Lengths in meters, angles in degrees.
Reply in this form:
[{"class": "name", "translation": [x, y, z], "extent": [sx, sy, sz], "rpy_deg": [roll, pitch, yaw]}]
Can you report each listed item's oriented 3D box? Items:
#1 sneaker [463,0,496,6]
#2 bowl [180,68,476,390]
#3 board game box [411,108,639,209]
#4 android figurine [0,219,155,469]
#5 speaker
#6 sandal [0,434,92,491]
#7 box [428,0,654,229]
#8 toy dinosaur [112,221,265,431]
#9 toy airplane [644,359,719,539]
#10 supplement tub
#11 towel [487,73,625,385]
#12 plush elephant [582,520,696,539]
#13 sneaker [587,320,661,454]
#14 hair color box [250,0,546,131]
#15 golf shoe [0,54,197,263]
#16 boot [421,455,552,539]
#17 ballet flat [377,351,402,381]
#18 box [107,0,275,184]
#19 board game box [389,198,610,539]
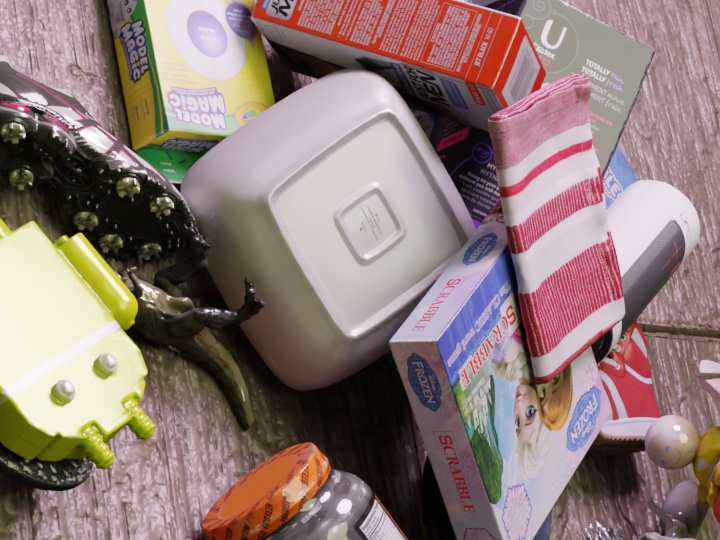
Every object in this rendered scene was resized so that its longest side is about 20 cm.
[{"class": "sneaker", "translation": [0.101, -0.272, 1.909], "extent": [0.083, 0.072, 0.200], "rpy_deg": [57, 42, -7]}, {"class": "bowl", "translation": [-0.009, -0.031, 1.599], "extent": [0.200, 0.075, 0.200], "rpy_deg": [-35, 105, -25]}, {"class": "board game box", "translation": [0.140, -0.101, 1.887], "extent": [0.200, 0.043, 0.199], "rpy_deg": [57, 42, -9]}, {"class": "android figurine", "translation": [-0.211, 0.041, 1.403], "extent": [0.200, 0.041, 0.182], "rpy_deg": [50, 36, 6]}, {"class": "speaker", "translation": [0.209, 0.000, 1.818], "extent": [0.081, 0.081, 0.200], "rpy_deg": [57, 39, -8]}, {"class": "sandal", "translation": [-0.262, 0.084, 1.392], "extent": [0.200, 0.048, 0.075], "rpy_deg": [27, 49, -18]}, {"class": "box", "translation": [0.130, -0.107, 1.757], "extent": [0.122, 0.106, 0.200], "rpy_deg": [26, 81, -15]}, {"class": "toy dinosaur", "translation": [-0.121, 0.025, 1.538], "extent": [0.200, 0.088, 0.047], "rpy_deg": [40, 14, -28]}, {"class": "toy airplane", "translation": [0.299, 0.136, 1.808], "extent": [0.141, 0.199, 0.200], "rpy_deg": [7, 81, -11]}, {"class": "supplement tub", "translation": [-0.013, 0.225, 1.512], "extent": [0.200, 0.122, 0.123], "rpy_deg": [54, 43, -10]}, {"class": "towel", "translation": [0.147, -0.034, 1.618], "extent": [0.144, 0.023, 0.200], "rpy_deg": [-32, 115, -54]}, {"class": "plush elephant", "translation": [0.252, 0.279, 1.730], "extent": [0.165, 0.155, 0.200], "rpy_deg": [15, 61, -41]}, {"class": "sneaker", "translation": [0.177, 0.088, 1.812], "extent": [0.200, 0.071, 0.113], "rpy_deg": [12, 67, -50]}, {"class": "hair color box", "translation": [0.030, -0.169, 1.663], "extent": [0.064, 0.200, 0.111], "rpy_deg": [-67, 159, -10]}, {"class": "golf shoe", "translation": [-0.188, -0.079, 1.521], "extent": [0.200, 0.077, 0.088], "rpy_deg": [36, 31, -38]}, {"class": "boot", "translation": [0.101, 0.223, 1.642], "extent": [0.097, 0.075, 0.200], "rpy_deg": [6, 61, -13]}, {"class": "ballet flat", "translation": [0.000, 0.000, 1.690], "extent": [0.200, 0.074, 0.074], "rpy_deg": [57, 42, -11]}, {"class": "box", "translation": [-0.125, -0.158, 1.643], "extent": [0.117, 0.048, 0.200], "rpy_deg": [3, 70, -45]}, {"class": "board game box", "translation": [0.107, 0.080, 1.607], "extent": [0.200, 0.041, 0.200], "rpy_deg": [-51, 130, -46]}]
